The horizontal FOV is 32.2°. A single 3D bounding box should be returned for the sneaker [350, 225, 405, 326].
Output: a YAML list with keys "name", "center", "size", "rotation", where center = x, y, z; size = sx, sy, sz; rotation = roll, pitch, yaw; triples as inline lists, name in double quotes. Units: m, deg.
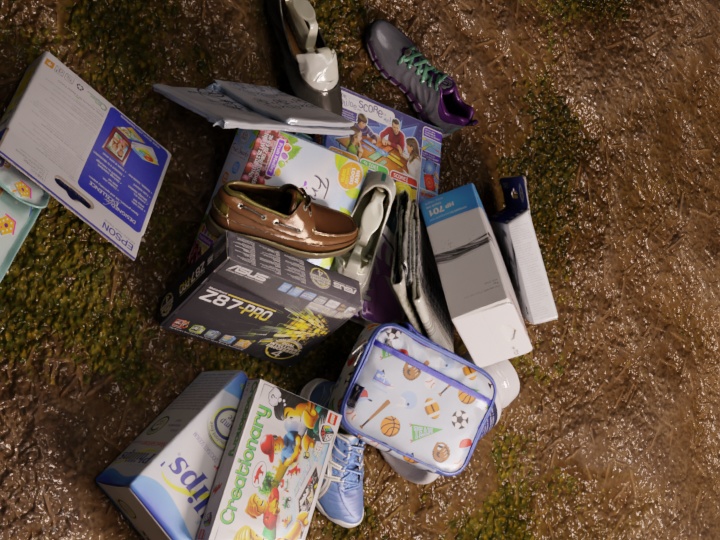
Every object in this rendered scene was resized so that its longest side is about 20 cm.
- name: "sneaker"
  center: [0.001, 0.000, 1.672]
  size: [0.114, 0.073, 0.201]
  rotation: [-50, 116, -25]

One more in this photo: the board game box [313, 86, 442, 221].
- name: "board game box"
  center: [0.025, -0.161, 1.714]
  size: [0.199, 0.034, 0.136]
  rotation: [19, 67, -33]

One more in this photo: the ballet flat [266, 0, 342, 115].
- name: "ballet flat"
  center: [-0.071, -0.289, 1.630]
  size: [0.068, 0.068, 0.201]
  rotation: [-20, 81, -27]

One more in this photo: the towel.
- name: "towel"
  center: [0.090, 0.020, 1.672]
  size: [0.193, 0.034, 0.200]
  rotation: [-84, 154, -46]

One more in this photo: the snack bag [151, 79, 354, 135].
- name: "snack bag"
  center: [-0.136, -0.204, 1.535]
  size: [0.199, 0.188, 0.022]
  rotation: [-2, 112, -39]

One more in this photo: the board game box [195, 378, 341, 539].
- name: "board game box"
  center: [-0.106, 0.243, 1.468]
  size: [0.126, 0.035, 0.201]
  rotation: [27, 70, -30]

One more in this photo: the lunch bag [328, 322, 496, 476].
- name: "lunch bag"
  center: [0.065, 0.157, 1.575]
  size: [0.199, 0.076, 0.161]
  rotation: [29, 81, -14]

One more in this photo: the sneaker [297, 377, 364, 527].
- name: "sneaker"
  center: [-0.030, 0.240, 1.623]
  size: [0.076, 0.077, 0.201]
  rotation: [-18, 97, -37]

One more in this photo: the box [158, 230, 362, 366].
- name: "box"
  center: [-0.123, 0.040, 1.529]
  size: [0.199, 0.161, 0.049]
  rotation: [21, 44, -32]

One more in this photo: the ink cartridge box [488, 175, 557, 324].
- name: "ink cartridge box"
  center: [0.221, -0.032, 1.769]
  size: [0.040, 0.200, 0.201]
  rotation: [-14, 93, -2]

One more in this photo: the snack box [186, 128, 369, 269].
- name: "snack box"
  center: [-0.103, -0.071, 1.575]
  size: [0.168, 0.068, 0.201]
  rotation: [19, 97, -33]

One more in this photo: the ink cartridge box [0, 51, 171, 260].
- name: "ink cartridge box"
  center: [-0.320, -0.126, 1.427]
  size: [0.198, 0.047, 0.200]
  rotation: [41, 36, -26]

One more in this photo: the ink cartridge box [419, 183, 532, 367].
- name: "ink cartridge box"
  center: [0.157, 0.008, 1.690]
  size: [0.147, 0.086, 0.201]
  rotation: [59, 16, -53]

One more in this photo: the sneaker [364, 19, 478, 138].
- name: "sneaker"
  center: [0.092, -0.280, 1.761]
  size: [0.200, 0.087, 0.075]
  rotation: [49, 60, -21]

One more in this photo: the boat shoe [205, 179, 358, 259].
- name: "boat shoe"
  center: [-0.083, -0.064, 1.494]
  size: [0.199, 0.068, 0.072]
  rotation: [3, 39, -31]

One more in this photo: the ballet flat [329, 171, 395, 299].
- name: "ballet flat"
  center: [-0.005, -0.031, 1.608]
  size: [0.069, 0.069, 0.201]
  rotation: [13, 102, -34]

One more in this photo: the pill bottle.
- name: "pill bottle"
  center: [0.122, 0.193, 1.713]
  size: [0.200, 0.116, 0.116]
  rotation: [-35, 105, -32]

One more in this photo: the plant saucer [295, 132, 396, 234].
- name: "plant saucer"
  center: [-0.021, -0.116, 1.706]
  size: [0.200, 0.019, 0.070]
  rotation: [27, 69, -31]

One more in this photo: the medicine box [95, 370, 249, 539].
- name: "medicine box"
  center: [-0.179, 0.252, 1.500]
  size: [0.200, 0.103, 0.182]
  rotation: [-46, 111, -31]

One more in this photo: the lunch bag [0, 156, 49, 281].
- name: "lunch bag"
  center: [-0.438, -0.080, 1.345]
  size: [0.170, 0.122, 0.201]
  rotation: [40, 55, -23]
